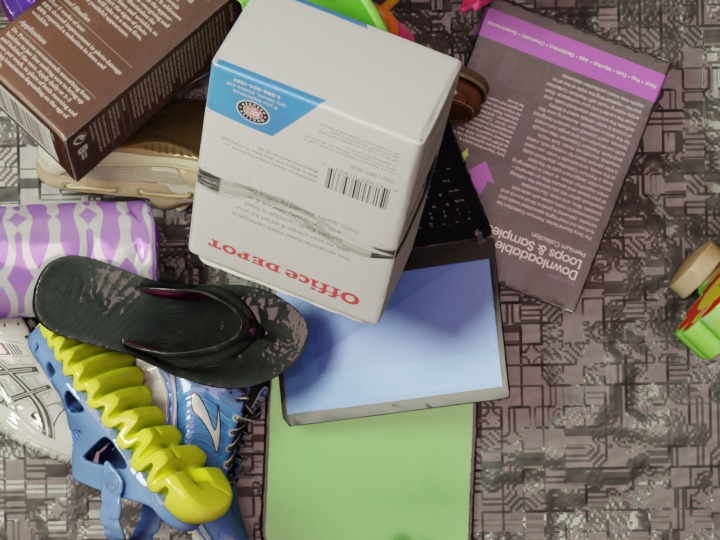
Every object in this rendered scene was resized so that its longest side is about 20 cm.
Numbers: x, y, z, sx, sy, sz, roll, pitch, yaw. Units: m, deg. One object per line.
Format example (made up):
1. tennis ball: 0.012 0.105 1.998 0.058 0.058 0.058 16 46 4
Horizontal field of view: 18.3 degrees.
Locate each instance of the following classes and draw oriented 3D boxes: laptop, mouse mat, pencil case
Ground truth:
1. laptop: 0.000 0.000 1.597 0.177 0.103 0.200 -9 134 17
2. mouse mat: 0.008 0.115 1.673 0.161 0.008 0.200 3 90 2
3. pencil case: -0.242 -0.008 1.613 0.200 0.085 0.084 -1 95 -9

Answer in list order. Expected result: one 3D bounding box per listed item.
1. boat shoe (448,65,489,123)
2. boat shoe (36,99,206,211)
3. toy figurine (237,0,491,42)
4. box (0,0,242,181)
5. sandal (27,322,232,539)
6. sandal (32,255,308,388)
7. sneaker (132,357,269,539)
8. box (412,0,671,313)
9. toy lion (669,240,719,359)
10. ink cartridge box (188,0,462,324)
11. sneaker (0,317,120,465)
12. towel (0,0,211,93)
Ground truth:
1. boat shoe: -0.008 -0.120 1.623 0.200 0.072 0.068 6 66 17
2. boat shoe: -0.138 -0.080 1.649 0.200 0.065 0.072 5 46 -13
3. toy figurine: 0.015 -0.219 1.556 0.184 0.150 0.200 -37 77 -30
4. box: -0.167 -0.170 1.590 0.200 0.075 0.100 -43 73 -15
5. sandal: -0.180 0.119 1.582 0.087 0.079 0.200 -48 64 23
6. sandal: -0.130 0.039 1.571 0.200 0.048 0.075 11 85 -18
7. sneaker: -0.107 0.114 1.640 0.089 0.079 0.200 -13 90 4
8. box: 0.127 -0.085 1.654 0.143 0.036 0.200 22 90 3
9. toy lion: 0.297 -0.020 1.573 0.069 0.192 0.200 43 91 1
10. ink cartridge box: -0.027 -0.072 1.481 0.144 0.200 0.084 22 53 6
11. sneaker: -0.249 0.074 1.644 0.200 0.076 0.088 28 91 0
12. towel: -0.195 -0.206 1.667 0.143 0.023 0.200 -27 90 2
